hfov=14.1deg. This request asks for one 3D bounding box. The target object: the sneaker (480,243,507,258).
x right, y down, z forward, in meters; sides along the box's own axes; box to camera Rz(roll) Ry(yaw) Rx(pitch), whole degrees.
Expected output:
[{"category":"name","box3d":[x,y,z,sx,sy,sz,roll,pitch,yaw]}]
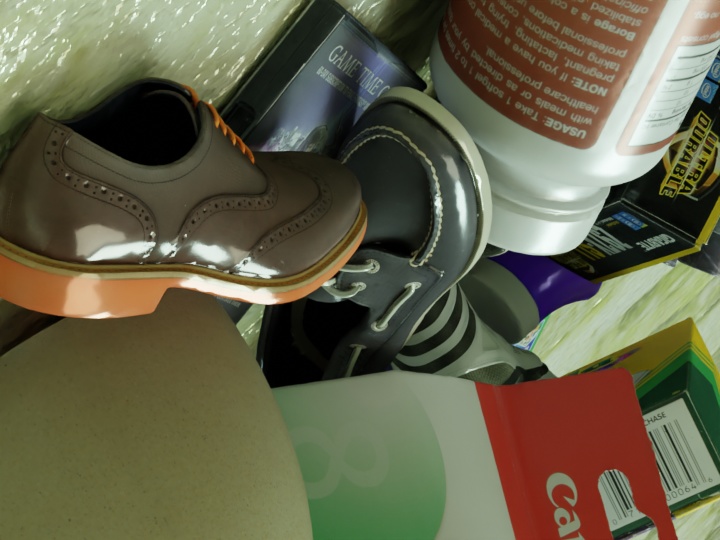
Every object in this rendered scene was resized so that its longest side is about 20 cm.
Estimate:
[{"category":"sneaker","box3d":[0.098,-0.101,1.341,0.200,0.078,0.090,-52,175,20]}]

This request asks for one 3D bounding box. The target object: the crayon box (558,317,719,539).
[{"category":"crayon box","box3d":[0.082,0.103,1.428,0.200,0.058,0.173,-25,-173,11]}]

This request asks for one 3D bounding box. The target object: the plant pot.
[{"category":"plant pot","box3d":[-0.095,0.122,1.143,0.200,0.135,0.200,-35,160,-14]}]

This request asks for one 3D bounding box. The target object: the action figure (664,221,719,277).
[{"category":"action figure","box3d":[0.224,-0.094,1.681,0.200,0.069,0.130,-58,155,12]}]

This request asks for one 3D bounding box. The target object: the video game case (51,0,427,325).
[{"category":"video game case","box3d":[-0.055,-0.017,1.201,0.200,0.019,0.143,-52,164,2]}]

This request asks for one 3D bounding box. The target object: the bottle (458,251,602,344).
[{"category":"bottle","box3d":[0.130,-0.042,1.509,0.200,0.083,0.065,-44,154,-24]}]

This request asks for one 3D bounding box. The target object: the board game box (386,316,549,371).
[{"category":"board game box","box3d":[0.044,0.043,1.567,0.200,0.029,0.135,-34,157,-43]}]

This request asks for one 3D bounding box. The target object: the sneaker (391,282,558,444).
[{"category":"sneaker","box3d":[0.043,0.025,1.403,0.076,0.116,0.201,-25,-178,2]}]

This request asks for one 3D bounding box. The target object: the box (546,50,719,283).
[{"category":"box","box3d":[0.150,-0.080,1.369,0.160,0.049,0.200,-61,-174,-9]}]

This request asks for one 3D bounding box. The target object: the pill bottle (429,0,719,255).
[{"category":"pill bottle","box3d":[0.096,-0.109,1.215,0.112,0.112,0.200,-28,150,-52]}]

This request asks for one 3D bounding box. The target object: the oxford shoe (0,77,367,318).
[{"category":"oxford shoe","box3d":[-0.056,-0.031,1.065,0.200,0.071,0.073,-13,124,-56]}]

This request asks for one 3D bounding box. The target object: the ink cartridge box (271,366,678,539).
[{"category":"ink cartridge box","box3d":[0.052,0.121,1.252,0.200,0.161,0.050,-9,161,-17]}]

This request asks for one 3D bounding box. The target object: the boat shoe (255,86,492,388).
[{"category":"boat shoe","box3d":[0.000,0.000,1.227,0.063,0.073,0.200,-44,168,-32]}]
